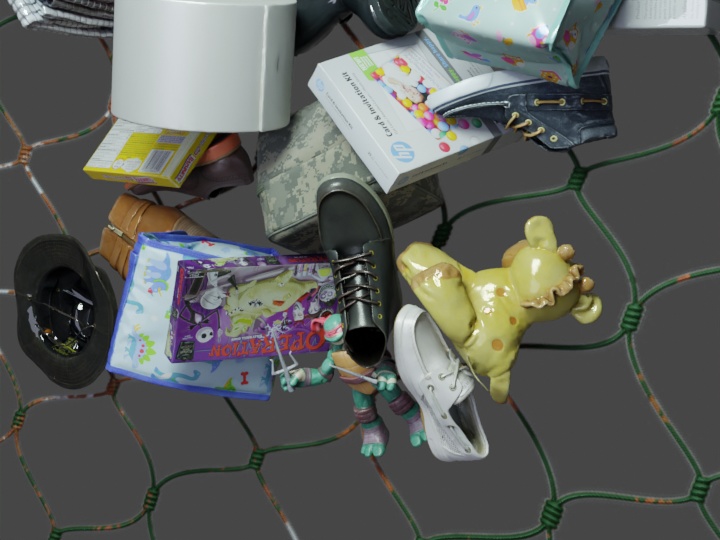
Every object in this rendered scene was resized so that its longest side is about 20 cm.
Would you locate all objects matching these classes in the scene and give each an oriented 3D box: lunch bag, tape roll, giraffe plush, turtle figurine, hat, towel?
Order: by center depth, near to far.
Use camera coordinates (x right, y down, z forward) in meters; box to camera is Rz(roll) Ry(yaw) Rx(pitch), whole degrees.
[{"bbox_3d":[0.176,-0.305,1.534,0.170,0.122,0.200,20,80,32],"label":"lunch bag"},{"bbox_3d":[0.158,0.024,1.626,0.162,0.173,0.200,-36,43,2],"label":"giraffe plush"},{"bbox_3d":[-0.173,-0.237,1.677,0.202,0.203,0.140,12,106,29],"label":"tape roll"},{"bbox_3d":[-0.003,0.119,1.711,0.149,0.101,0.200,-7,127,45],"label":"turtle figurine"},{"bbox_3d":[-0.017,-0.128,1.720,0.200,0.139,0.168,-25,67,28],"label":"lunch bag"},{"bbox_3d":[-0.189,0.050,1.785,0.127,0.200,0.171,32,110,56],"label":"lunch bag"},{"bbox_3d":[-0.369,-0.379,1.878,0.086,0.200,0.166,-39,74,24],"label":"towel"},{"bbox_3d":[-0.360,0.047,1.958,0.200,0.081,0.201,9,105,37],"label":"hat"}]

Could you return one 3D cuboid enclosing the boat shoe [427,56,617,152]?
[{"bbox_3d":[0.175,-0.165,1.602,0.200,0.071,0.091,-11,88,-8],"label":"boat shoe"}]

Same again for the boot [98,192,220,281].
[{"bbox_3d":[-0.273,0.012,1.912,0.154,0.074,0.200,26,92,24],"label":"boot"}]

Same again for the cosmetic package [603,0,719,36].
[{"bbox_3d":[0.278,-0.296,1.583,0.200,0.074,0.102,6,94,31],"label":"cosmetic package"}]

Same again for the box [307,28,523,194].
[{"bbox_3d":[0.066,-0.180,1.639,0.156,0.200,0.041,55,145,17],"label":"box"}]

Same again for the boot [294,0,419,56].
[{"bbox_3d":[-0.021,-0.288,1.711,0.168,0.076,0.200,-33,34,26],"label":"boot"}]

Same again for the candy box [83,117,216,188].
[{"bbox_3d":[-0.256,-0.151,1.857,0.200,0.026,0.102,9,59,50],"label":"candy box"}]

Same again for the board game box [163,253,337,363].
[{"bbox_3d":[-0.118,0.042,1.720,0.032,0.200,0.120,49,135,48],"label":"board game box"}]

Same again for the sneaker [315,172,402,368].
[{"bbox_3d":[0.000,0.000,1.617,0.075,0.106,0.200,-12,120,14],"label":"sneaker"}]

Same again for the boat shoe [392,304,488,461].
[{"bbox_3d":[0.096,0.124,1.669,0.069,0.071,0.200,0,124,38],"label":"boat shoe"}]

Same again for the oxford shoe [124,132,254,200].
[{"bbox_3d":[-0.214,-0.112,1.875,0.200,0.071,0.073,-12,115,43],"label":"oxford shoe"}]
